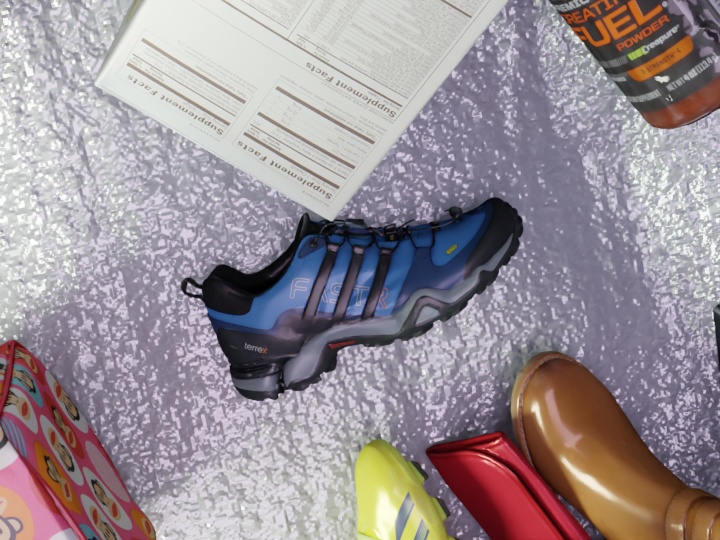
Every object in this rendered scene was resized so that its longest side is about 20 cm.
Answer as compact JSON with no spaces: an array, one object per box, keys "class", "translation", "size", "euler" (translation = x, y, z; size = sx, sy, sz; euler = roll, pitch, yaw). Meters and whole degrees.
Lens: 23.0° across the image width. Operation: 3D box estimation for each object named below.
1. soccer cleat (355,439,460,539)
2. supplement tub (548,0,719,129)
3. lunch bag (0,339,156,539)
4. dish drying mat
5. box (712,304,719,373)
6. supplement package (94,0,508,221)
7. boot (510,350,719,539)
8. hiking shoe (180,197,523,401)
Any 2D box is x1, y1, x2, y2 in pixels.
[{"class":"soccer cleat","translation":[0.021,0.204,1.094],"size":[0.083,0.065,0.202],"euler":[-19,108,-20]},{"class":"supplement tub","translation":[0.148,-0.185,1.004],"size":[0.107,0.107,0.200],"euler":[-41,104,3]},{"class":"lunch bag","translation":[-0.186,0.117,0.983],"size":[0.082,0.200,0.177],"euler":[-31,102,-1]},{"class":"dish drying mat","translation":[0.122,0.182,1.106],"size":[0.200,0.077,0.018],"euler":[51,55,-15]},{"class":"box","translation":[0.295,0.123,1.072],"size":[0.106,0.148,0.202],"euler":[-11,105,-5]},{"class":"supplement package","translation":[-0.016,-0.167,0.921],"size":[0.150,0.152,0.200],"euler":[29,133,-12]},{"class":"boot","translation":[0.177,0.141,1.051],"size":[0.076,0.155,0.201],"euler":[-31,106,-19]},{"class":"hiking shoe","translation":[0.000,0.000,1.044],"size":[0.199,0.074,0.087],"euler":[-28,106,0]}]
